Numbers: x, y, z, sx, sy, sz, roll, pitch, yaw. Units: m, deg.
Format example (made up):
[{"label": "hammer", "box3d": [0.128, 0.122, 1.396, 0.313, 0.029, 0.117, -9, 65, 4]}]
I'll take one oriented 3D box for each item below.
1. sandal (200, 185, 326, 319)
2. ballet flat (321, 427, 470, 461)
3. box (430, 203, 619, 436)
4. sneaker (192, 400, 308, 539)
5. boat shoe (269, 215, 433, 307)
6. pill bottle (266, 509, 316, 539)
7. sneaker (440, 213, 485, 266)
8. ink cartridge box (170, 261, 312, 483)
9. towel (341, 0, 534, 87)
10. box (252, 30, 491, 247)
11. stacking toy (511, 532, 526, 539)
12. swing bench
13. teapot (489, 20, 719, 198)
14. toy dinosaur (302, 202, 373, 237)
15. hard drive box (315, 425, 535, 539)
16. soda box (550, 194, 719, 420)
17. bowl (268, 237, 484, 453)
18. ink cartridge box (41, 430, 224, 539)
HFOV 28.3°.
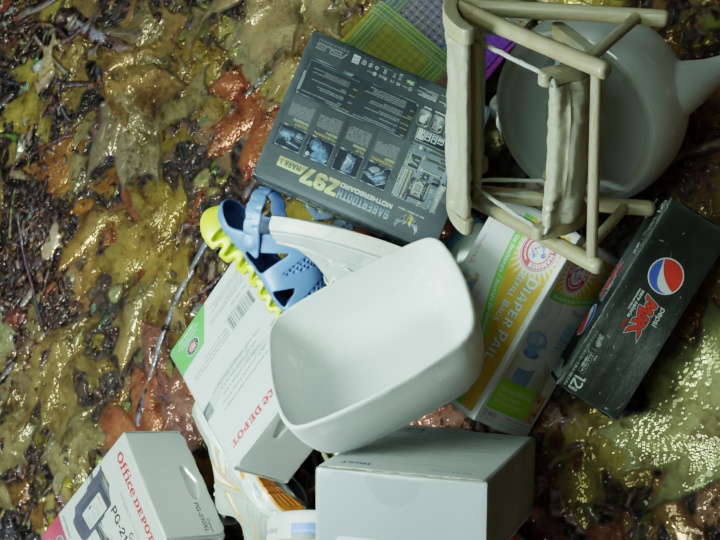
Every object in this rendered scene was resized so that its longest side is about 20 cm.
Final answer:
[{"label": "sandal", "box3d": [-0.073, -0.009, 1.458, 0.200, 0.080, 0.087, 43, 121, -1]}, {"label": "ballet flat", "box3d": [0.043, 0.187, 1.437, 0.198, 0.070, 0.072, 3, 77, 35]}, {"label": "box", "box3d": [0.149, 0.044, 1.379, 0.101, 0.112, 0.201, 33, 94, 38]}, {"label": "sneaker", "box3d": [-0.140, 0.222, 1.552, 0.093, 0.075, 0.200, -58, 47, 21]}, {"label": "boat shoe", "box3d": [0.000, 0.000, 1.402, 0.198, 0.072, 0.069, 18, 91, -5]}, {"label": "pill bottle", "box3d": [-0.041, 0.346, 1.417, 0.113, 0.113, 0.203, -9, 70, 32]}, {"label": "sneaker", "box3d": [0.065, 0.027, 1.469, 0.199, 0.076, 0.081, -39, 58, 8]}, {"label": "ink cartridge box", "box3d": [-0.104, 0.105, 1.526, 0.146, 0.084, 0.200, -53, 43, 16]}, {"label": "towel", "box3d": [0.076, -0.240, 1.494, 0.143, 0.023, 0.200, 39, 73, 7]}, {"label": "box", "box3d": [0.011, -0.125, 1.422, 0.198, 0.051, 0.159, 22, 84, 0]}, {"label": "stacking toy", "box3d": [0.079, 0.279, 1.300, 0.116, 0.199, 0.110, 43, 101, 35]}, {"label": "swing bench", "box3d": [0.153, -0.133, 1.263, 0.198, 0.130, 0.201, 17, 128, 30]}, {"label": "teapot", "box3d": [0.233, -0.169, 1.371, 0.199, 0.146, 0.198, 39, 134, 13]}, {"label": "toy dinosaur", "box3d": [0.000, -0.056, 1.506, 0.199, 0.105, 0.182, 39, 125, 5]}, {"label": "hard drive box", "box3d": [0.063, 0.198, 1.287, 0.154, 0.200, 0.078, 3, 95, 19]}, {"label": "soda box", "box3d": [0.257, 0.033, 1.322, 0.070, 0.063, 0.201, 31, 95, -3]}, {"label": "bowl", "box3d": [0.020, 0.077, 1.295, 0.198, 0.075, 0.201, -28, 29, 7]}, {"label": "ink cartridge box", "box3d": [-0.253, 0.293, 1.572, 0.200, 0.084, 0.146, -50, 53, 29]}]
